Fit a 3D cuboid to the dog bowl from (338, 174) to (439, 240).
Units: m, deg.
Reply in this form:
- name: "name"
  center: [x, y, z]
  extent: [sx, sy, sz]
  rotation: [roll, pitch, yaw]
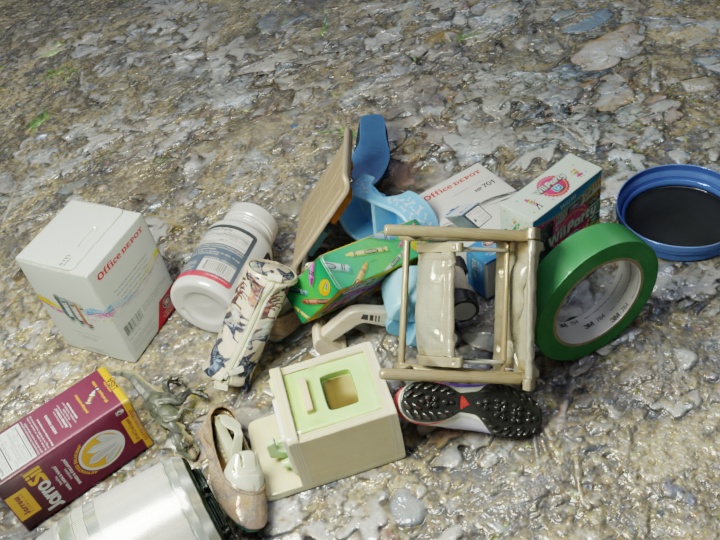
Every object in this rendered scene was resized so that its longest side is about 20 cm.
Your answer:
- name: "dog bowl"
  center: [0.037, -0.083, 1.383]
  extent: [0.050, 0.112, 0.200]
  rotation: [-32, 42, -33]

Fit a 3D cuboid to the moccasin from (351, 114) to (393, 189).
- name: "moccasin"
  center: [0.026, -0.202, 1.551]
  extent: [0.080, 0.068, 0.200]
  rotation: [6, 48, 7]

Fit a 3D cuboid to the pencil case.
- name: "pencil case"
  center: [-0.160, 0.075, 1.226]
  extent: [0.078, 0.200, 0.090]
  rotation: [18, 21, -23]

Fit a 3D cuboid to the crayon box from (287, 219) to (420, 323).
- name: "crayon box"
  center: [0.000, 0.000, 1.263]
  extent: [0.200, 0.119, 0.058]
  rotation: [-23, 77, -40]

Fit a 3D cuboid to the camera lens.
- name: "camera lens"
  center: [-0.258, 0.329, 1.010]
  extent: [0.200, 0.160, 0.160]
  rotation: [-27, 46, -15]

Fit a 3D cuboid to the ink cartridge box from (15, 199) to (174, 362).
- name: "ink cartridge box"
  center: [-0.401, 0.015, 1.328]
  extent: [0.144, 0.200, 0.145]
  rotation: [12, 49, 23]

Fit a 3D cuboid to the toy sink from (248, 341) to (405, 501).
- name: "toy sink"
  center: [-0.057, 0.197, 1.134]
  extent: [0.199, 0.112, 0.131]
  rotation: [-16, 44, -4]

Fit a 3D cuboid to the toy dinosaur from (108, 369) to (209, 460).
- name: "toy dinosaur"
  center: [-0.278, 0.185, 1.230]
  extent: [0.200, 0.048, 0.088]
  rotation: [38, 44, 27]

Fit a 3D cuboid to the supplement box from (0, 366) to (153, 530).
- name: "supplement box"
  center: [-0.402, 0.241, 1.166]
  extent: [0.200, 0.111, 0.086]
  rotation: [-34, 48, -21]

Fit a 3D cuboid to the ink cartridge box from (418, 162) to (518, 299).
- name: "ink cartridge box"
  center: [0.195, -0.068, 1.365]
  extent: [0.146, 0.086, 0.200]
  rotation: [-30, 48, -17]

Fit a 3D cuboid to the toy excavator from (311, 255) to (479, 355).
- name: "toy excavator"
  center: [0.046, 0.058, 1.249]
  extent: [0.199, 0.195, 0.100]
  rotation: [10, 41, -18]

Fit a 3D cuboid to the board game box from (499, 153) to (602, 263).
- name: "board game box"
  center: [0.278, -0.047, 1.243]
  extent: [0.147, 0.200, 0.064]
  rotation: [-36, 48, -22]

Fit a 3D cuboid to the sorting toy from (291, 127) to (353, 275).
- name: "sorting toy"
  center: [-0.055, -0.111, 1.387]
  extent: [0.036, 0.200, 0.185]
  rotation: [23, 32, -14]

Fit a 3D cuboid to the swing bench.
- name: "swing bench"
  center: [0.134, 0.045, 1.108]
  extent: [0.199, 0.130, 0.200]
  rotation: [3, 89, 12]

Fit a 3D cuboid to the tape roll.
- name: "tape roll"
  center: [0.309, 0.031, 1.158]
  extent: [0.200, 0.201, 0.048]
  rotation: [-25, 45, -13]

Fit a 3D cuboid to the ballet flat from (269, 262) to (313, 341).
- name: "ballet flat"
  center: [-0.079, 0.029, 1.328]
  extent: [0.068, 0.067, 0.200]
  rotation: [24, 54, 35]

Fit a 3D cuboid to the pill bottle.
- name: "pill bottle"
  center: [-0.210, -0.010, 1.371]
  extent: [0.119, 0.120, 0.200]
  rotation: [7, 47, 19]

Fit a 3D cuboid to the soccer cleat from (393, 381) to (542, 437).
- name: "soccer cleat"
  center: [0.141, 0.182, 1.131]
  extent: [0.199, 0.073, 0.068]
  rotation: [8, 79, -11]

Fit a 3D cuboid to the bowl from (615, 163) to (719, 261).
- name: "bowl"
  center: [0.507, -0.092, 1.353]
  extent: [0.200, 0.039, 0.201]
  rotation: [-6, 45, 6]

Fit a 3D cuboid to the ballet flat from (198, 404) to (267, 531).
- name: "ballet flat"
  center: [-0.166, 0.249, 1.119]
  extent: [0.068, 0.067, 0.200]
  rotation: [7, 28, -35]
